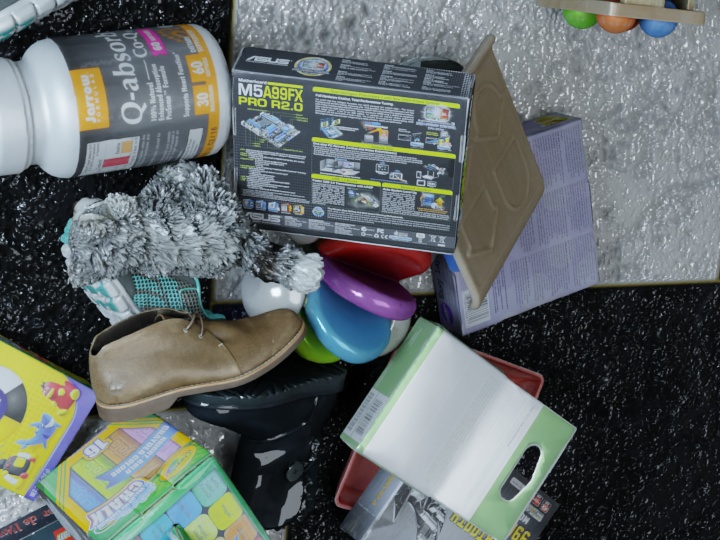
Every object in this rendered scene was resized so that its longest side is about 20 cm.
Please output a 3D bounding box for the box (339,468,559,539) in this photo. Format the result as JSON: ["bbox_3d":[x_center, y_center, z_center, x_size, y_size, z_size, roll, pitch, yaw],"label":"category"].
[{"bbox_3d":[0.097,0.257,1.459,0.200,0.048,0.158,41,81,-32],"label":"box"}]

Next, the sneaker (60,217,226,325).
[{"bbox_3d":[-0.192,0.013,1.255,0.091,0.078,0.200,-47,130,-20],"label":"sneaker"}]

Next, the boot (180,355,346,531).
[{"bbox_3d":[-0.101,0.172,1.317,0.200,0.076,0.168,-4,112,-50],"label":"boot"}]

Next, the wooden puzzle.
[{"bbox_3d":[0.105,-0.093,1.315,0.185,0.046,0.200,-56,136,-41],"label":"wooden puzzle"}]

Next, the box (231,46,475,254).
[{"bbox_3d":[-0.008,-0.101,1.188,0.200,0.044,0.160,7,127,7],"label":"box"}]

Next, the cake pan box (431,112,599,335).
[{"bbox_3d":[0.158,-0.047,1.452,0.184,0.052,0.200,-20,113,-23],"label":"cake pan box"}]

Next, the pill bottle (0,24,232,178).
[{"bbox_3d":[-0.217,-0.140,1.164,0.200,0.116,0.117,-12,110,-28],"label":"pill bottle"}]

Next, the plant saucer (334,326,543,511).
[{"bbox_3d":[0.079,0.173,1.474,0.200,0.037,0.200,21,92,-32],"label":"plant saucer"}]

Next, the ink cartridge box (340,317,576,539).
[{"bbox_3d":[0.099,0.160,1.377,0.200,0.048,0.146,36,84,-25],"label":"ink cartridge box"}]

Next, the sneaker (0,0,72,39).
[{"bbox_3d":[-0.279,-0.247,1.127,0.200,0.078,0.091,-35,103,-22],"label":"sneaker"}]

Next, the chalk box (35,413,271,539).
[{"bbox_3d":[-0.167,0.220,1.196,0.124,0.200,0.125,-39,122,-20],"label":"chalk box"}]

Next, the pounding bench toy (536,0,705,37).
[{"bbox_3d":[0.236,-0.316,1.377,0.200,0.124,0.156,-1,104,-30],"label":"pounding bench toy"}]

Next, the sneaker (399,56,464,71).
[{"bbox_3d":[0.040,-0.145,1.313,0.200,0.115,0.075,-24,113,-23],"label":"sneaker"}]

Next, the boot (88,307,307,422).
[{"bbox_3d":[-0.140,0.063,1.214,0.200,0.074,0.076,-20,114,-21],"label":"boot"}]

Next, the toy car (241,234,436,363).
[{"bbox_3d":[0.000,0.000,1.311,0.175,0.150,0.200,19,94,-33],"label":"toy car"}]

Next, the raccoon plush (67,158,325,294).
[{"bbox_3d":[-0.143,-0.021,1.135,0.134,0.200,0.097,-40,138,-53],"label":"raccoon plush"}]

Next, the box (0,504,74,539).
[{"bbox_3d":[-0.266,0.281,1.299,0.200,0.038,0.137,-26,115,-22],"label":"box"}]

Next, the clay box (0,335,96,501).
[{"bbox_3d":[-0.340,0.107,1.201,0.200,0.048,0.115,33,86,-34],"label":"clay box"}]
